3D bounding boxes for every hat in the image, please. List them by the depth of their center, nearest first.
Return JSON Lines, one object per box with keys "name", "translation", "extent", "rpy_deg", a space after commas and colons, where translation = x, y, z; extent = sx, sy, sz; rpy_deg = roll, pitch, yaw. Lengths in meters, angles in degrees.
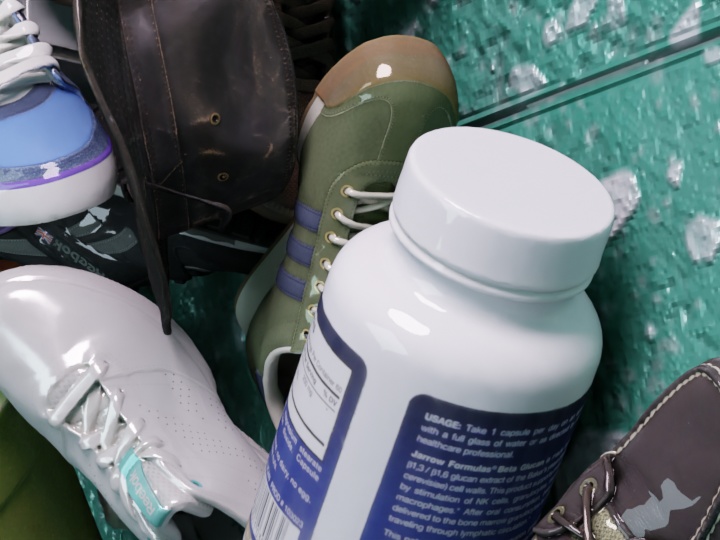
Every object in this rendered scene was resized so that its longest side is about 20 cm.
{"name": "hat", "translation": [-0.067, -0.077, 1.062], "extent": [0.201, 0.081, 0.201], "rpy_deg": [168, 90, -89]}

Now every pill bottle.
{"name": "pill bottle", "translation": [0.030, 0.049, 1.010], "extent": [0.111, 0.111, 0.200], "rpy_deg": [50, 132, 44]}

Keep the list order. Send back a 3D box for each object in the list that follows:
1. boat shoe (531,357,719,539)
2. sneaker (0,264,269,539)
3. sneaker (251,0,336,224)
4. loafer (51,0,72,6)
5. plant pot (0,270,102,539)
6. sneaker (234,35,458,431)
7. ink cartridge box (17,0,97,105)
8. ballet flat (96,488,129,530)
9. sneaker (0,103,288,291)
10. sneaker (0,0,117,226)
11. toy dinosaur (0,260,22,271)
{"name": "boat shoe", "translation": [0.095, 0.112, 0.955], "extent": [0.073, 0.065, 0.200], "rpy_deg": [58, 136, 40]}
{"name": "sneaker", "translation": [-0.088, 0.078, 1.088], "extent": [0.075, 0.200, 0.088], "rpy_deg": [-46, 5, 17]}
{"name": "sneaker", "translation": [-0.045, -0.120, 1.160], "extent": [0.076, 0.070, 0.200], "rpy_deg": [-41, 59, 44]}
{"name": "loafer", "translation": [-0.078, -0.194, 1.136], "extent": [0.200, 0.067, 0.076], "rpy_deg": [-39, 54, 11]}
{"name": "plant pot", "translation": [-0.201, 0.132, 1.226], "extent": [0.200, 0.200, 0.190], "rpy_deg": [30, 153, 53]}
{"name": "sneaker", "translation": [0.000, 0.000, 1.087], "extent": [0.200, 0.067, 0.090], "rpy_deg": [116, 149, -46]}
{"name": "ink cartridge box", "translation": [-0.158, -0.174, 1.287], "extent": [0.147, 0.083, 0.200], "rpy_deg": [-22, 61, 55]}
{"name": "ballet flat", "translation": [-0.085, 0.125, 1.234], "extent": [0.071, 0.071, 0.200], "rpy_deg": [-60, 44, 39]}
{"name": "sneaker", "translation": [-0.104, -0.022, 1.213], "extent": [0.200, 0.076, 0.088], "rpy_deg": [17, 130, 20]}
{"name": "sneaker", "translation": [-0.181, -0.115, 1.129], "extent": [0.200, 0.081, 0.147], "rpy_deg": [34, 139, 49]}
{"name": "toy dinosaur", "translation": [-0.206, 0.012, 1.311], "extent": [0.105, 0.181, 0.200], "rpy_deg": [43, 147, 42]}
